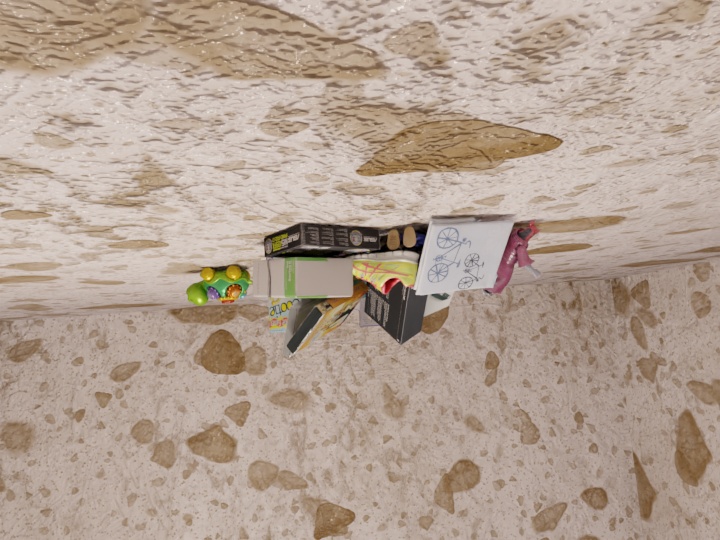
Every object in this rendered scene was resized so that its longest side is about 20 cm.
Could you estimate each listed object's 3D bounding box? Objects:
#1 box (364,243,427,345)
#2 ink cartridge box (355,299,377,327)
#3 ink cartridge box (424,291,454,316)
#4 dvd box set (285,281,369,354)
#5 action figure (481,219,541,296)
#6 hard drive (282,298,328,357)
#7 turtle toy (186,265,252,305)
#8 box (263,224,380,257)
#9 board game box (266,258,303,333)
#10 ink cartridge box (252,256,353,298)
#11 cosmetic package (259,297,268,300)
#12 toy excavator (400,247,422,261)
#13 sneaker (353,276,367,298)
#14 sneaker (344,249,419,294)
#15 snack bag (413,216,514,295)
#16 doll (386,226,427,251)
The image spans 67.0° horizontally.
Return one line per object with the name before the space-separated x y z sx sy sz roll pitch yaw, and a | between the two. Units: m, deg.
box | 0.085 0.056 1.304 0.078 0.141 0.202 -26 141 -29
ink cartridge box | 0.016 0.066 1.621 0.043 0.203 0.198 -2 174 20
ink cartridge box | 0.221 0.010 1.306 0.172 0.044 0.201 -20 143 -24
dvd box set | -0.073 0.107 1.265 0.147 0.029 0.199 -53 165 31
action figure | 0.341 -0.044 1.261 0.147 0.135 0.201 15 130 -15
hard drive | -0.111 0.115 1.327 0.026 0.133 0.199 24 -153 23
turtle toy | -0.412 0.047 1.593 0.197 0.102 0.146 -5 174 4
box | -0.083 -0.057 1.158 0.198 0.045 0.159 1 173 -38
board game box | -0.172 0.057 1.407 0.102 0.203 0.105 -7 173 23
ink cartridge box | -0.130 0.016 1.189 0.144 0.085 0.199 0 179 -37
cosmetic package | -0.189 0.026 1.557 0.197 0.108 0.090 -3 173 2
toy excavator | 0.120 0.026 1.408 0.099 0.197 0.199 -13 -175 -33
sneaker | 0.000 0.000 1.334 0.078 0.132 0.200 -5 173 -3
sneaker | 0.034 0.007 1.190 0.198 0.092 0.078 -4 176 32
snack bag | 0.220 -0.032 1.157 0.197 0.190 0.021 -5 -141 -16
doll | 0.133 -0.064 1.231 0.135 0.049 0.199 -7 173 33
